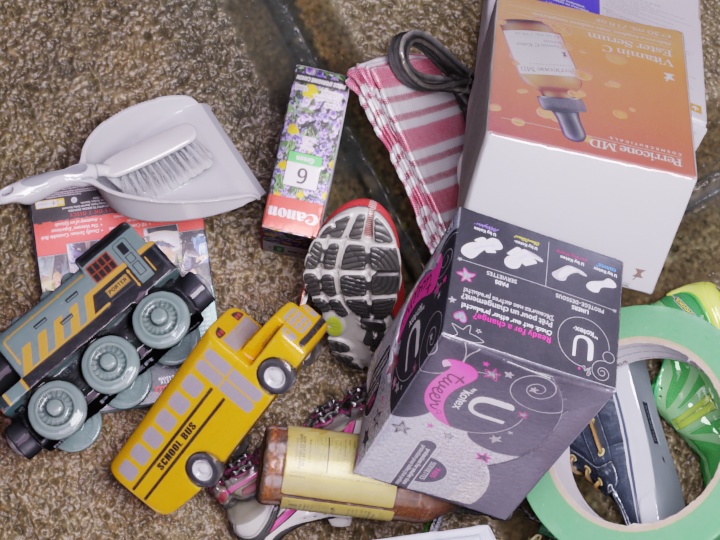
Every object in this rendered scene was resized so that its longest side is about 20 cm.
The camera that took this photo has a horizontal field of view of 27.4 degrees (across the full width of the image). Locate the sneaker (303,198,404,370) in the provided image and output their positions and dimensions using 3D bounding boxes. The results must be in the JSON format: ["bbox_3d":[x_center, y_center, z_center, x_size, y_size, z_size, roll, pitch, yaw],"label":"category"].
[{"bbox_3d":[0.000,0.000,1.166,0.076,0.201,0.086,7,56,6],"label":"sneaker"}]

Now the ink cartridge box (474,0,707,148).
[{"bbox_3d":[0.198,-0.201,1.260,0.196,0.044,0.201,18,44,-6],"label":"ink cartridge box"}]

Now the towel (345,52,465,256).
[{"bbox_3d":[0.065,-0.083,1.209,0.030,0.146,0.202,-24,90,28],"label":"towel"}]

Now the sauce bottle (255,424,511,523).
[{"bbox_3d":[0.020,0.162,1.136,0.198,0.066,0.067,10,80,-8],"label":"sauce bottle"}]

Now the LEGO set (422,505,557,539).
[{"bbox_3d":[0.121,0.241,1.172,0.199,0.116,0.155,33,79,0],"label":"LEGO set"}]

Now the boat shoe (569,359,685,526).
[{"bbox_3d":[0.202,0.156,1.202,0.090,0.071,0.202,-21,65,26],"label":"boat shoe"}]

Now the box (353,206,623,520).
[{"bbox_3d":[0.086,0.073,1.051,0.131,0.201,0.116,17,51,-9],"label":"box"}]

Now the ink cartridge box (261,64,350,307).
[{"bbox_3d":[-0.052,-0.054,1.204,0.050,0.109,0.202,12,81,-2],"label":"ink cartridge box"}]

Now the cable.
[{"bbox_3d":[0.102,-0.149,1.222,0.200,0.050,0.098,42,63,-42],"label":"cable"}]

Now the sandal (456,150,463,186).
[{"bbox_3d":[0.156,-0.053,1.241,0.202,0.050,0.083,34,77,-29],"label":"sandal"}]

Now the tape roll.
[{"bbox_3d":[0.217,0.129,1.130,0.199,0.048,0.203,-11,66,26],"label":"tape roll"}]

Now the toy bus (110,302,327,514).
[{"bbox_3d":[-0.109,0.101,1.145,0.078,0.065,0.200,39,116,3],"label":"toy bus"}]

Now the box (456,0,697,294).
[{"bbox_3d":[0.157,-0.099,1.089,0.151,0.107,0.201,12,39,-2],"label":"box"}]

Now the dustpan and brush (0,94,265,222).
[{"bbox_3d":[-0.194,-0.080,1.182,0.199,0.058,0.140,-25,51,-13],"label":"dustpan and brush"}]

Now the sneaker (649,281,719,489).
[{"bbox_3d":[0.286,0.113,1.244,0.083,0.074,0.202,-10,86,19],"label":"sneaker"}]

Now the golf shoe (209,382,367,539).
[{"bbox_3d":[-0.019,0.157,1.200,0.199,0.073,0.093,-31,98,-1],"label":"golf shoe"}]

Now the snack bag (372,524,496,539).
[{"bbox_3d":[0.052,0.280,1.118,0.187,0.021,0.201,-15,116,28],"label":"snack bag"}]

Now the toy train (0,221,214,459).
[{"bbox_3d":[-0.213,0.056,1.169,0.200,0.085,0.114,-41,76,-8],"label":"toy train"}]

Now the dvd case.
[{"bbox_3d":[-0.193,0.014,1.224,0.144,0.022,0.202,-9,81,-7],"label":"dvd case"}]
